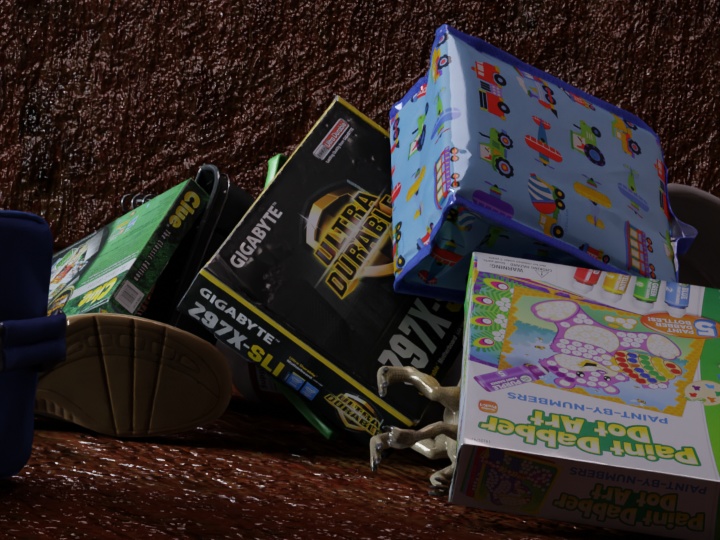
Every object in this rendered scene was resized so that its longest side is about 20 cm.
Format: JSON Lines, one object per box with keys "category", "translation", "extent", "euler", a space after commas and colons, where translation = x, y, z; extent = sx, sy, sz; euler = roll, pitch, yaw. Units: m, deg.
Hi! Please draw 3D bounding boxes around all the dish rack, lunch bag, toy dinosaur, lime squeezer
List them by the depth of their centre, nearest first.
{"category": "lunch bag", "translation": [-0.210, 0.034, 0.891], "extent": [0.131, 0.137, 0.200], "euler": [7, 2, 8]}
{"category": "toy dinosaur", "translation": [0.058, 0.087, 1.105], "extent": [0.100, 0.059, 0.200], "euler": [6, 27, -9]}
{"category": "lunch bag", "translation": [0.125, -0.048, 1.223], "extent": [0.198, 0.151, 0.094], "euler": [15, -41, -17]}
{"category": "lime squeezer", "translation": [-0.058, 0.029, 1.271], "extent": [0.070, 0.202, 0.038], "euler": [-19, -25, 17]}
{"category": "dish rack", "translation": [-0.145, 0.011, 1.300], "extent": [0.054, 0.155, 0.199], "euler": [28, -13, -30]}

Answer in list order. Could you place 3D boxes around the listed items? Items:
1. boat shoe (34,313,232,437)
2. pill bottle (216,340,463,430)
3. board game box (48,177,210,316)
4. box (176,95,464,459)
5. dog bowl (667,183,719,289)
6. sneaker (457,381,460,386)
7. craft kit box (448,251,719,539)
{"category": "boat shoe", "translation": [-0.174, 0.059, 1.161], "extent": [0.198, 0.073, 0.072], "euler": [0, 4, 1]}
{"category": "pill bottle", "translation": [-0.023, 0.044, 1.340], "extent": [0.198, 0.113, 0.112], "euler": [8, 3, 23]}
{"category": "board game box", "translation": [-0.176, 0.010, 1.246], "extent": [0.023, 0.105, 0.199], "euler": [44, -34, -17]}
{"category": "box", "translation": [0.000, 0.000, 1.215], "extent": [0.159, 0.049, 0.200], "euler": [37, 44, -2]}
{"category": "dog bowl", "translation": [0.225, 0.030, 1.309], "extent": [0.199, 0.202, 0.059], "euler": [4, -31, -37]}
{"category": "sneaker", "translation": [0.119, 0.075, 1.264], "extent": [0.093, 0.071, 0.200], "euler": [23, -8, 10]}
{"category": "craft kit box", "translation": [0.151, 0.069, 1.054], "extent": [0.198, 0.049, 0.198], "euler": [8, 33, 0]}
